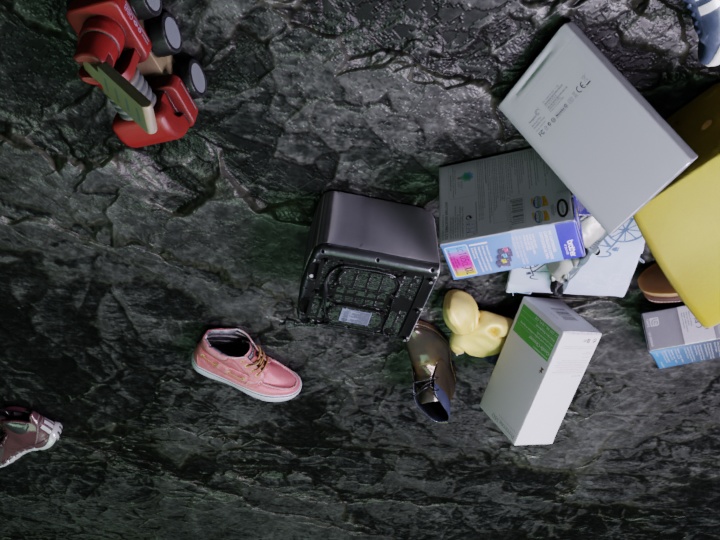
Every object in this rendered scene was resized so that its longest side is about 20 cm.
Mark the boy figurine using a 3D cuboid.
[{"bbox_3d":[0.190,0.102,1.329,0.124,0.065,0.199,-29,129,35],"label":"boy figurine"}]

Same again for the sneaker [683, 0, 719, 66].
[{"bbox_3d":[0.328,-0.293,0.831,0.084,0.075,0.201,-6,130,11],"label":"sneaker"}]

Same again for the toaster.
[{"bbox_3d":[0.000,0.000,1.179,0.198,0.119,0.182,10,140,-7],"label":"toaster"}]

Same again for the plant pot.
[{"bbox_3d":[0.423,-0.092,0.981,0.176,0.201,0.200,36,133,-18],"label":"plant pot"}]

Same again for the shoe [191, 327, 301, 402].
[{"bbox_3d":[-0.185,0.160,1.428,0.198,0.072,0.091,21,144,-12],"label":"shoe"}]

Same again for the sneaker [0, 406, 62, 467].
[{"bbox_3d":[-0.708,0.322,1.687,0.199,0.076,0.116,-24,129,16],"label":"sneaker"}]

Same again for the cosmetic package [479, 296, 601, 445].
[{"bbox_3d":[0.270,0.153,1.277,0.084,0.108,0.202,5,114,-32],"label":"cosmetic package"}]

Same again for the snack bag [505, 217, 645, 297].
[{"bbox_3d":[0.309,-0.029,1.192,0.187,0.022,0.201,2,140,4],"label":"snack bag"}]

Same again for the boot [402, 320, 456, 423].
[{"bbox_3d":[0.117,0.169,1.390,0.074,0.098,0.200,-13,138,20],"label":"boot"}]

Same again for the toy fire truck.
[{"bbox_3d":[-0.239,-0.195,0.899,0.127,0.201,0.177,-8,139,16],"label":"toy fire truck"}]

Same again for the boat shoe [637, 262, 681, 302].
[{"bbox_3d":[0.497,0.011,1.183,0.198,0.071,0.070,-15,136,23],"label":"boat shoe"}]

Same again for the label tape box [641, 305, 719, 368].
[{"bbox_3d":[0.530,0.088,1.246,0.198,0.064,0.144,-13,159,21],"label":"label tape box"}]

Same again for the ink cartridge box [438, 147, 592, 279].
[{"bbox_3d":[0.201,-0.078,1.051,0.198,0.137,0.077,-11,140,19],"label":"ink cartridge box"}]

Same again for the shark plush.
[{"bbox_3d":[0.300,-0.016,1.145,0.083,0.091,0.201,-20,138,-16],"label":"shark plush"}]

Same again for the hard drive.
[{"bbox_3d":[0.258,-0.156,0.936,0.201,0.027,0.132,52,137,13],"label":"hard drive"}]
